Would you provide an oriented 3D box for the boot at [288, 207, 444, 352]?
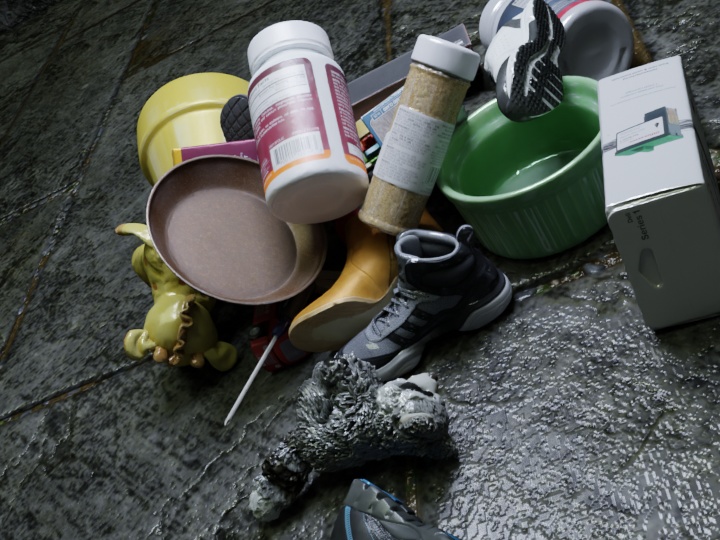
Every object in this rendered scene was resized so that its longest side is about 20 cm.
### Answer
[{"bbox_3d":[0.000,-0.001,1.078,0.200,0.071,0.144,-23,44,-5],"label":"boot"}]

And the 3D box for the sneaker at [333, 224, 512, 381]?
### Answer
[{"bbox_3d":[0.043,0.028,0.977,0.199,0.114,0.076,-29,32,7],"label":"sneaker"}]

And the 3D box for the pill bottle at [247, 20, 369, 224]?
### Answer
[{"bbox_3d":[-0.063,-0.163,1.081,0.113,0.114,0.202,-21,65,19],"label":"pill bottle"}]

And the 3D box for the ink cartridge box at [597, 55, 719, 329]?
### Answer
[{"bbox_3d":[0.272,-0.071,0.877,0.084,0.147,0.201,-15,37,22],"label":"ink cartridge box"}]

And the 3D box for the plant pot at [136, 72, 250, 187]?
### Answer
[{"bbox_3d":[-0.200,-0.134,1.346,0.199,0.201,0.190,-25,48,12],"label":"plant pot"}]

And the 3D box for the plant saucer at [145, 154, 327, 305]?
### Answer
[{"bbox_3d":[-0.135,-0.038,1.069,0.037,0.199,0.201,119,175,-48],"label":"plant saucer"}]

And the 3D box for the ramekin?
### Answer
[{"bbox_3d":[0.187,-0.105,1.041,0.199,0.098,0.201,-23,33,16],"label":"ramekin"}]

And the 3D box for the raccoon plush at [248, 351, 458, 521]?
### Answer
[{"bbox_3d":[0.001,0.172,0.890,0.134,0.096,0.201,34,100,42],"label":"raccoon plush"}]

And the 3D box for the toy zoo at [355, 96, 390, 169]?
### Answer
[{"bbox_3d":[0.042,-0.185,1.230,0.131,0.021,0.200,-34,-8,0],"label":"toy zoo"}]

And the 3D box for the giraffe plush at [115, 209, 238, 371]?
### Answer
[{"bbox_3d":[-0.204,0.040,1.159,0.171,0.200,0.164,-2,72,6],"label":"giraffe plush"}]

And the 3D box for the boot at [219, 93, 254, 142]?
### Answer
[{"bbox_3d":[-0.106,-0.179,1.308,0.069,0.200,0.132,-27,35,24],"label":"boot"}]

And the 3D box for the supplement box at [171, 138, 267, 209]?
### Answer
[{"bbox_3d":[-0.118,-0.107,1.187,0.198,0.087,0.110,-8,-5,-4],"label":"supplement box"}]

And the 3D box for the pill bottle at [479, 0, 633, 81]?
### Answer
[{"bbox_3d":[0.232,-0.285,1.218,0.119,0.120,0.200,-36,32,-5],"label":"pill bottle"}]

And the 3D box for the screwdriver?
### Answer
[{"bbox_3d":[-0.098,0.080,1.026,0.029,0.028,0.201,23,53,14],"label":"screwdriver"}]

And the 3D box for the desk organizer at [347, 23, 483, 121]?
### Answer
[{"bbox_3d":[0.071,-0.246,1.346,0.199,0.077,0.072,-25,33,13],"label":"desk organizer"}]

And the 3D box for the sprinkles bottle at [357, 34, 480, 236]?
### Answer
[{"bbox_3d":[0.059,-0.136,1.015,0.068,0.068,0.202,37,111,56],"label":"sprinkles bottle"}]

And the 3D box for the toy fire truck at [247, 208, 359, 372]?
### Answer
[{"bbox_3d":[-0.052,0.018,1.136,0.140,0.049,0.201,-20,37,16],"label":"toy fire truck"}]

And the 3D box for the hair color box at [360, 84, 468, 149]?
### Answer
[{"bbox_3d":[0.072,-0.167,1.149,0.100,0.061,0.200,-35,-7,8],"label":"hair color box"}]

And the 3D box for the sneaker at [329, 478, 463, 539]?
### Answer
[{"bbox_3d":[0.044,0.235,0.764,0.199,0.073,0.082,15,72,57],"label":"sneaker"}]

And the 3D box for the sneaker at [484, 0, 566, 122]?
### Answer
[{"bbox_3d":[0.170,-0.212,1.055,0.080,0.074,0.201,-31,24,36],"label":"sneaker"}]
